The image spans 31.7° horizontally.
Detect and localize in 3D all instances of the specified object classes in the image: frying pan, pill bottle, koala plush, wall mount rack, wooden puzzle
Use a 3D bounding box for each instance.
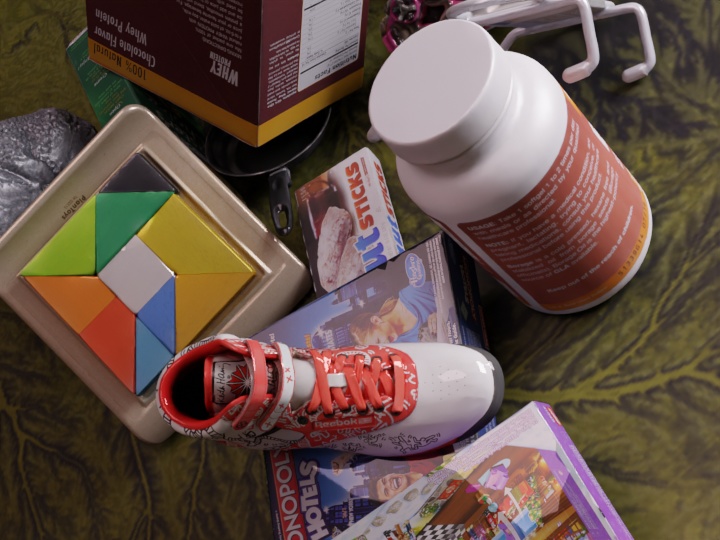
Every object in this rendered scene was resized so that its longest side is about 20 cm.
[{"bbox_3d":[-0.057,-0.097,1.030,0.115,0.031,0.190,-37,44,-8],"label":"frying pan"},{"bbox_3d":[0.093,-0.062,0.782,0.112,0.200,0.113,-19,53,28],"label":"pill bottle"},{"bbox_3d":[-0.306,-0.038,1.108,0.199,0.177,0.185,-8,70,50],"label":"koala plush"},{"bbox_3d":[0.101,-0.143,0.875,0.173,0.200,0.075,-9,92,32],"label":"wall mount rack"},{"bbox_3d":[-0.166,0.004,0.968,0.185,0.200,0.037,-46,1,2],"label":"wooden puzzle"}]

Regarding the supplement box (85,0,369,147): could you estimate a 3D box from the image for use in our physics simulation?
[{"bbox_3d":[-0.106,-0.242,0.998,0.197,0.201,0.133,29,44,27],"label":"supplement box"}]

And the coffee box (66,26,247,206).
[{"bbox_3d":[-0.177,-0.123,1.094,0.044,0.123,0.200,-42,44,9],"label":"coffee box"}]

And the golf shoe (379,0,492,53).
[{"bbox_3d":[0.109,-0.226,0.954,0.199,0.073,0.092,-22,10,30],"label":"golf shoe"}]

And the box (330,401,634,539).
[{"bbox_3d":[0.060,0.188,0.730,0.200,0.039,0.137,-36,70,14],"label":"box"}]

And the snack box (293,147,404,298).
[{"bbox_3d":[0.000,0.000,0.941,0.072,0.024,0.201,-30,48,18],"label":"snack box"}]

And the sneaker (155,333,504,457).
[{"bbox_3d":[-0.023,0.074,0.754,0.200,0.108,0.068,-6,75,23],"label":"sneaker"}]

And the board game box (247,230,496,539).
[{"bbox_3d":[-0.010,0.098,0.838,0.199,0.062,0.201,-15,71,21],"label":"board game box"}]
